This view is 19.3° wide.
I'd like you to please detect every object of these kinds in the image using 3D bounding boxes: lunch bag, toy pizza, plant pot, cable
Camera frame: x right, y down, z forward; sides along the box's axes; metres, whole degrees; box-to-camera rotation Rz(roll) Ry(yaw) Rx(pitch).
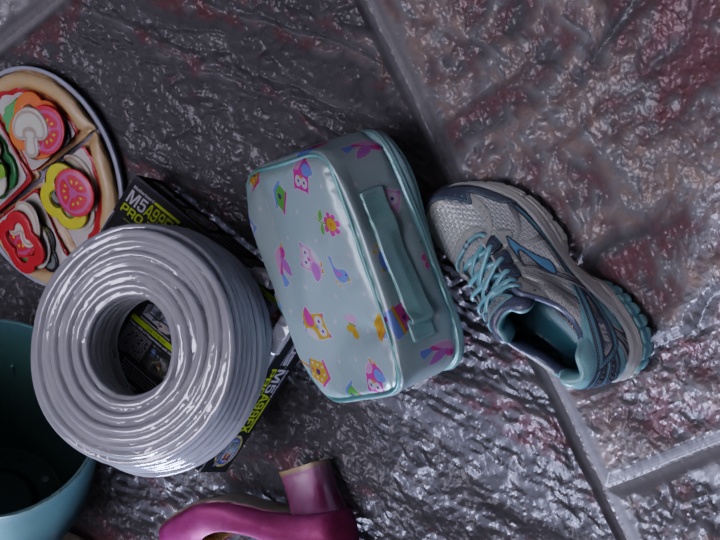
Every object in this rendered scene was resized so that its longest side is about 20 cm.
[{"bbox_3d":[0.000,0.000,1.574,0.160,0.077,0.200,-15,96,59],"label":"lunch bag"},{"bbox_3d":[-0.283,-0.078,1.841,0.200,0.032,0.201,15,115,36],"label":"toy pizza"},{"bbox_3d":[-0.325,0.168,1.862,0.201,0.200,0.161,42,152,22],"label":"plant pot"},{"bbox_3d":[-0.166,0.063,1.662,0.200,0.069,0.200,24,96,25],"label":"cable"}]

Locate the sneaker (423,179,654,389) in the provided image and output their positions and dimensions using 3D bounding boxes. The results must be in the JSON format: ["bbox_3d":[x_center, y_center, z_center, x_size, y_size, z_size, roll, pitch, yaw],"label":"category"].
[{"bbox_3d":[0.113,0.008,1.495,0.200,0.086,0.078,40,128,23],"label":"sneaker"}]

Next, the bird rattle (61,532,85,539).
[{"bbox_3d":[-0.298,0.292,1.901,0.200,0.163,0.113,-2,129,23],"label":"bird rattle"}]

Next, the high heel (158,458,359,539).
[{"bbox_3d":[-0.085,0.227,1.759,0.200,0.067,0.096,-22,80,30],"label":"high heel"}]

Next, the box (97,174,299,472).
[{"bbox_3d":[-0.147,0.043,1.719,0.200,0.044,0.160,37,101,24],"label":"box"}]
